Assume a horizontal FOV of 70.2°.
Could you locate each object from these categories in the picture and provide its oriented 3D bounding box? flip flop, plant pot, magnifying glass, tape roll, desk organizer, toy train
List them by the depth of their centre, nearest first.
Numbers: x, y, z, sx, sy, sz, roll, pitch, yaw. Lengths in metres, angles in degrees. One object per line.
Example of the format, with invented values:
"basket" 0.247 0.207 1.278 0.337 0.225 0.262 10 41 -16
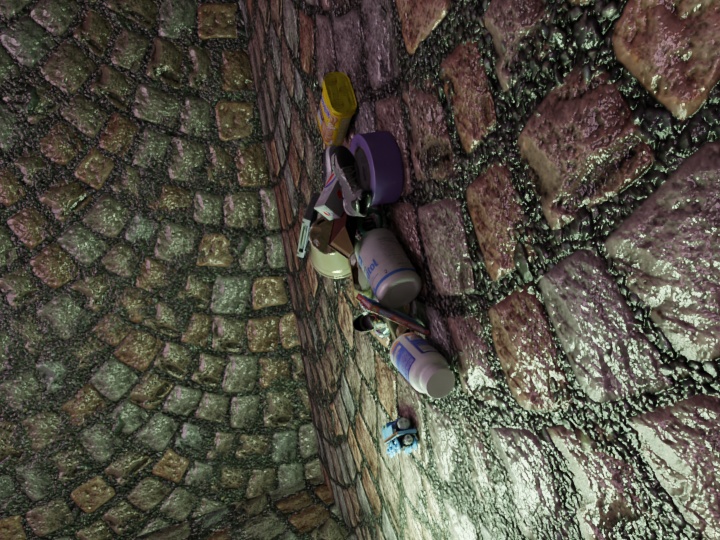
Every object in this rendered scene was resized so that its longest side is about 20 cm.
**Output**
"tape roll" 0.041 -0.283 1.430 0.200 0.085 0.201 167 90 -72
"desk organizer" -0.036 -0.125 1.495 0.077 0.072 0.200 -48 17 25
"flip flop" 0.126 0.185 1.508 0.057 0.081 0.201 -9 91 48
"magnifying glass" 0.036 -0.092 1.565 0.022 0.079 0.201 13 -112 -59
"plant pot" -0.090 -0.091 1.696 0.184 0.199 0.201 70 -177 -75
"toy train" 0.130 0.556 1.718 0.200 0.086 0.115 111 149 -61

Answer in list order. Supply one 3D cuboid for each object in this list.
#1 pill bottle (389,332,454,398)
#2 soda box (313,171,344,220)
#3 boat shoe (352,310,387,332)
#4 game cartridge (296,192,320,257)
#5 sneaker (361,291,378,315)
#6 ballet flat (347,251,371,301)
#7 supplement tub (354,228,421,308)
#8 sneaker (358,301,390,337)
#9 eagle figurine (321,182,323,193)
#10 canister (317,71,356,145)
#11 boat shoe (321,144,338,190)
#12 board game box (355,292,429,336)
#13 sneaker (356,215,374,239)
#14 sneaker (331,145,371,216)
"pill bottle" 0.164 0.252 1.352 0.200 0.111 0.113 -138 40 -63
"soda box" -0.059 -0.252 1.528 0.063 0.068 0.201 -4 56 54
"boat shoe" 0.055 0.153 1.613 0.201 0.063 0.074 -24 76 45
"game cartridge" -0.174 -0.152 1.726 0.200 0.038 0.130 109 -179 -53
"sneaker" 0.040 0.072 1.581 0.140 0.077 0.200 -61 22 2
"ballet flat" 0.000 0.000 1.547 0.071 0.070 0.201 105 160 -56
"supplement tub" 0.075 -0.007 1.428 0.132 0.131 0.200 96 155 -45
"sneaker" 0.059 0.119 1.700 0.201 0.074 0.088 61 141 25
"eagle figurine" -0.063 -0.280 1.681 0.151 0.151 0.201 6 -107 -73
"canister" -0.082 -0.516 1.662 0.200 0.086 0.149 124 132 -69
"boat shoe" -0.089 -0.285 1.582 0.056 0.068 0.201 -1 89 51
"board game box" 0.089 0.121 1.402 0.020 0.199 0.103 -62 24 3
"sneaker" 0.016 -0.089 1.662 0.116 0.075 0.201 100 152 -57
"sneaker" -0.013 -0.239 1.390 0.115 0.075 0.201 30 140 61
